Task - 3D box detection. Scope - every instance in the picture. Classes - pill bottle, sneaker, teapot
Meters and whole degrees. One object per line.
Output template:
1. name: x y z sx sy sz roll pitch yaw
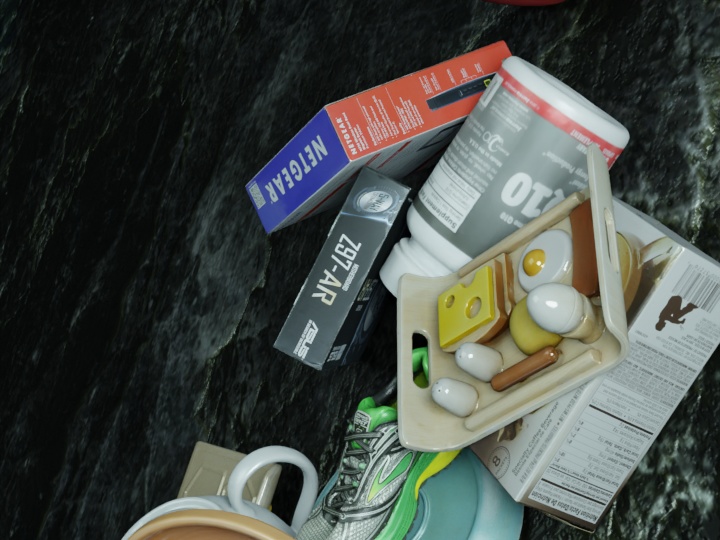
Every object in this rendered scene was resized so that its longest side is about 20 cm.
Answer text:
1. pill bottle: 0.108 -0.053 1.064 0.201 0.113 0.114 -57 31 15
2. sneaker: 0.007 0.141 1.013 0.078 0.085 0.200 20 69 50
3. teapot: -0.135 0.255 1.119 0.196 0.146 0.201 -10 45 23

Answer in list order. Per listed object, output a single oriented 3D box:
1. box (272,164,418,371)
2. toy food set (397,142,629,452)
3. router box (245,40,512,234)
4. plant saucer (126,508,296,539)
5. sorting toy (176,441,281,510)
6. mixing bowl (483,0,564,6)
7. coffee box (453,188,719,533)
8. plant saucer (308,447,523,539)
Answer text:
1. box: 0.000 0.000 1.150 0.161 0.043 0.200 -64 -9 2
2. toy food set: 0.095 0.021 0.924 0.200 0.060 0.144 -34 43 39
3. router box: 0.018 -0.109 1.151 0.049 0.179 0.200 64 152 4
4. plant saucer: -0.088 0.252 0.994 0.200 0.200 0.037 -44 5 32
5. sorting toy: -0.142 0.265 1.312 0.200 0.036 0.186 -1 68 62
6. mixing bowl: 0.158 -0.304 1.168 0.200 0.108 0.201 -35 43 40
7. coffee box: 0.159 0.060 0.937 0.201 0.080 0.113 -59 32 11
8. plant saucer: 0.029 0.193 1.034 0.199 0.027 0.201 -25 40 24
